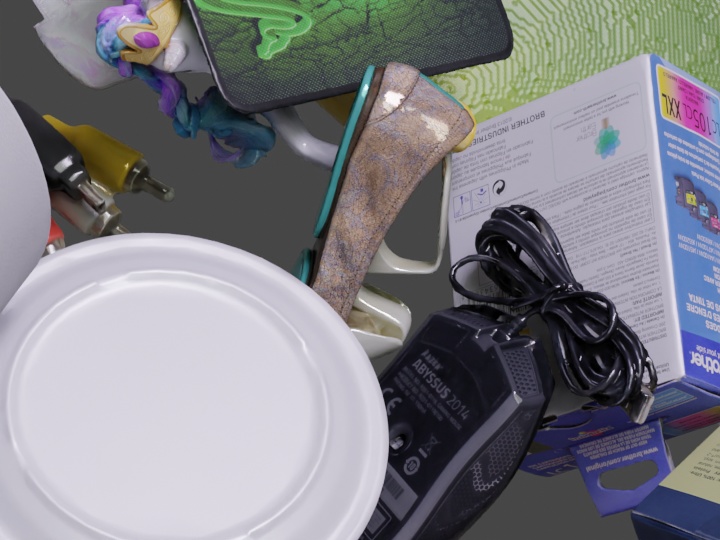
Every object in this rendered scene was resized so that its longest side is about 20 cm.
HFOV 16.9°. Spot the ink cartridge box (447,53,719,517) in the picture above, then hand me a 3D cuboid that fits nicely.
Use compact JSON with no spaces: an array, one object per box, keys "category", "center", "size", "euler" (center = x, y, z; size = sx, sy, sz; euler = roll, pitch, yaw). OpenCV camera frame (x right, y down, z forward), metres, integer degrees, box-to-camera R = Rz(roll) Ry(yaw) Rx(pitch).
[{"category":"ink cartridge box","center":[0.116,0.015,1.185],"size":[0.076,0.136,0.202],"euler":[21,58,-44]}]

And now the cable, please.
[{"category":"cable","center":[-0.189,-0.073,1.197],"size":[0.097,0.050,0.200],"euler":[-41,72,-13]}]

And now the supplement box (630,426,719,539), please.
[{"category":"supplement box","center":[0.262,0.145,1.134],"size":[0.199,0.134,0.201],"euler":[-38,122,-27]}]

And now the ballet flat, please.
[{"category":"ballet flat","center":[0.000,0.000,1.138],"size":[0.067,0.201,0.068],"euler":[21,28,-5]}]

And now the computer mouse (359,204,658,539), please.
[{"category":"computer mouse","center":[0.047,0.079,1.148],"size":[0.200,0.053,0.139],"euler":[-45,47,8]}]

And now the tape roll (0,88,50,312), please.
[{"category":"tape roll","center":[-0.246,-0.018,0.994],"size":[0.202,0.203,0.139],"euler":[35,53,-1]}]

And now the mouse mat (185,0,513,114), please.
[{"category":"mouse mat","center":[-0.016,-0.162,1.150],"size":[0.199,0.008,0.162],"euler":[-16,84,-42]}]

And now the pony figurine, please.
[{"category":"pony figurine","center":[-0.059,-0.128,1.185],"size":[0.199,0.167,0.194],"euler":[19,29,-37]}]

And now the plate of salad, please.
[{"category":"plate of salad","center":[-0.087,0.071,1.064],"size":[0.198,0.048,0.201],"euler":[6,54,-8]}]
